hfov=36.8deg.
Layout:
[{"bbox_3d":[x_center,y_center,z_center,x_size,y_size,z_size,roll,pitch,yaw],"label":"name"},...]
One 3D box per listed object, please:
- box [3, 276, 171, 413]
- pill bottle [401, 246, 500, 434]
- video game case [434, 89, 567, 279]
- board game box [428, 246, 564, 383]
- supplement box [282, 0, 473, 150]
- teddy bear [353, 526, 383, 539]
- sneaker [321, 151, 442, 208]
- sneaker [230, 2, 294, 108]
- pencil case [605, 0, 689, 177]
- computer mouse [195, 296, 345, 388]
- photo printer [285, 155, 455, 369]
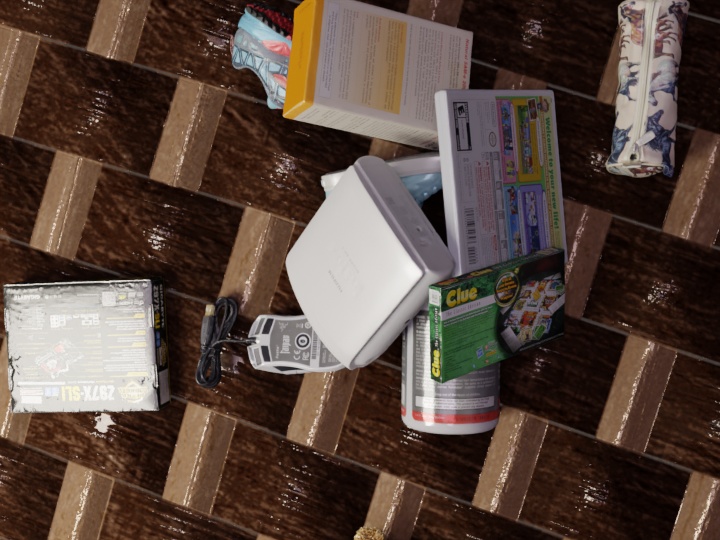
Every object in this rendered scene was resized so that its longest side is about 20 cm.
[{"bbox_3d":[-0.340,0.092,1.342,0.196,0.049,0.163,-3,95,9],"label":"box"},{"bbox_3d":[0.104,0.077,1.237,0.114,0.116,0.204,1,94,9],"label":"pill bottle"},{"bbox_3d":[0.159,-0.099,1.204,0.022,0.180,0.204,-3,94,50],"label":"video game case"},{"bbox_3d":[0.152,0.045,1.177,0.023,0.198,0.107,19,116,47],"label":"board game box"},{"bbox_3d":[0.021,-0.217,1.200,0.197,0.073,0.128,10,80,-22],"label":"supplement box"},{"bbox_3d":[0.059,0.387,1.296,0.196,0.067,0.148,13,104,1],"label":"teddy bear"},{"bbox_3d":[0.055,-0.091,1.264,0.197,0.074,0.083,-8,100,18],"label":"sneaker"},{"bbox_3d":[-0.068,-0.225,1.280,0.199,0.079,0.096,39,120,4],"label":"sneaker"},{"bbox_3d":[0.318,-0.206,1.202,0.076,0.089,0.204,5,93,9],"label":"pencil case"},{"bbox_3d":[-0.098,0.091,1.303,0.196,0.044,0.112,3,74,9],"label":"computer mouse"},{"bbox_3d":[0.000,0.000,1.208,0.168,0.069,0.201,57,132,21],"label":"photo printer"}]
